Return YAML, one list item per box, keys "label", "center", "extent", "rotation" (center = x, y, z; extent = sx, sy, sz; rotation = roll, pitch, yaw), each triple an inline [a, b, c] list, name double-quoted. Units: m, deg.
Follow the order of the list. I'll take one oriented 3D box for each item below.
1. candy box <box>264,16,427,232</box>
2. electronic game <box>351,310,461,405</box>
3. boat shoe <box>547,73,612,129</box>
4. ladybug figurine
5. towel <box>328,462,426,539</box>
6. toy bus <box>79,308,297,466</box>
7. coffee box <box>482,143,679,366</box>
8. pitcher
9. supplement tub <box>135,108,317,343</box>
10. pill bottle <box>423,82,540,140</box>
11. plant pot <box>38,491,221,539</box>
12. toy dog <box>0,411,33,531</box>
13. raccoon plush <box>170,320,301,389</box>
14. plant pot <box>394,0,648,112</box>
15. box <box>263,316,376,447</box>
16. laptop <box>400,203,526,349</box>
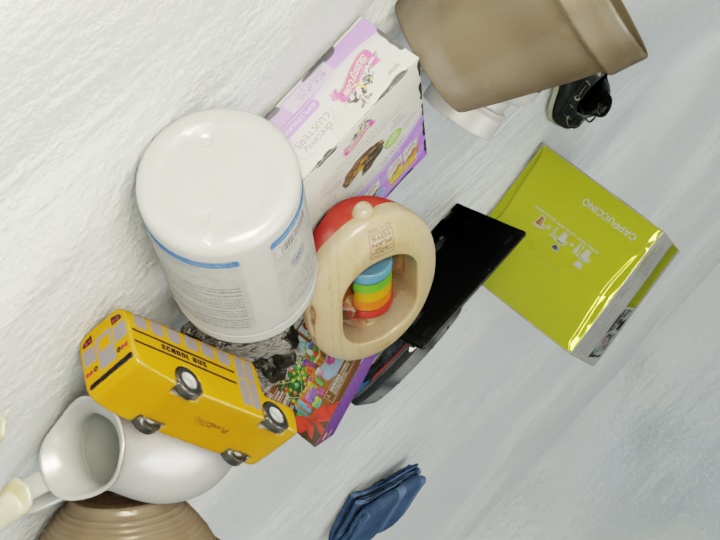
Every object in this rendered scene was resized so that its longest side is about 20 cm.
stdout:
- label: "candy box"
  center: [-0.021, -0.110, 1.598]
  extent: [0.168, 0.072, 0.200]
  rotation: [-47, 163, -14]
- label: "electronic game"
  center: [0.057, 0.092, 2.177]
  extent: [0.200, 0.042, 0.200]
  rotation: [-47, -178, 2]
- label: "boat shoe"
  center: [0.278, -0.216, 2.150]
  extent: [0.075, 0.066, 0.199]
  rotation: [-47, 162, -17]
- label: "ladybug figurine"
  center: [0.000, 0.000, 1.598]
  extent: [0.136, 0.072, 0.200]
  rotation: [-24, 145, -21]
- label: "towel"
  center: [0.023, 0.366, 2.694]
  extent: [0.200, 0.049, 0.112]
  rotation: [-21, 145, -60]
- label: "toy bus"
  center: [-0.148, 0.106, 1.538]
  extent: [0.065, 0.078, 0.200]
  rotation: [-39, 138, 24]
- label: "coffee box"
  center: [0.276, -0.018, 2.314]
  extent: [0.200, 0.200, 0.198]
  rotation: [-53, 162, 4]
- label: "pitcher"
  center: [-0.216, 0.169, 1.618]
  extent: [0.172, 0.121, 0.200]
  rotation: [-33, 165, 28]
- label: "supplement tub"
  center: [-0.106, -0.033, 1.436]
  extent: [0.132, 0.132, 0.200]
  rotation: [-47, 163, -16]
- label: "pill bottle"
  center: [0.149, -0.231, 1.719]
  extent: [0.200, 0.111, 0.111]
  rotation: [-56, 162, 13]
- label: "plant pot"
  center: [-0.227, 0.258, 1.687]
  extent: [0.201, 0.201, 0.093]
  rotation: [-19, 110, -60]
- label: "toy dog"
  center: [-0.332, 0.179, 1.284]
  extent: [0.194, 0.140, 0.200]
  rotation: [-38, 162, -1]
- label: "raccoon plush"
  center: [-0.137, 0.030, 1.625]
  extent: [0.200, 0.134, 0.097]
  rotation: [19, 129, -39]
- label: "plant pot"
  center: [0.134, -0.233, 1.567]
  extent: [0.174, 0.200, 0.200]
  rotation: [-30, 168, 15]
- label: "box"
  center: [-0.050, 0.060, 1.752]
  extent: [0.039, 0.137, 0.200]
  rotation: [-29, 151, -55]
- label: "laptop"
  center: [0.099, 0.027, 2.111]
  extent: [0.187, 0.200, 0.116]
  rotation: [-48, 129, -13]
